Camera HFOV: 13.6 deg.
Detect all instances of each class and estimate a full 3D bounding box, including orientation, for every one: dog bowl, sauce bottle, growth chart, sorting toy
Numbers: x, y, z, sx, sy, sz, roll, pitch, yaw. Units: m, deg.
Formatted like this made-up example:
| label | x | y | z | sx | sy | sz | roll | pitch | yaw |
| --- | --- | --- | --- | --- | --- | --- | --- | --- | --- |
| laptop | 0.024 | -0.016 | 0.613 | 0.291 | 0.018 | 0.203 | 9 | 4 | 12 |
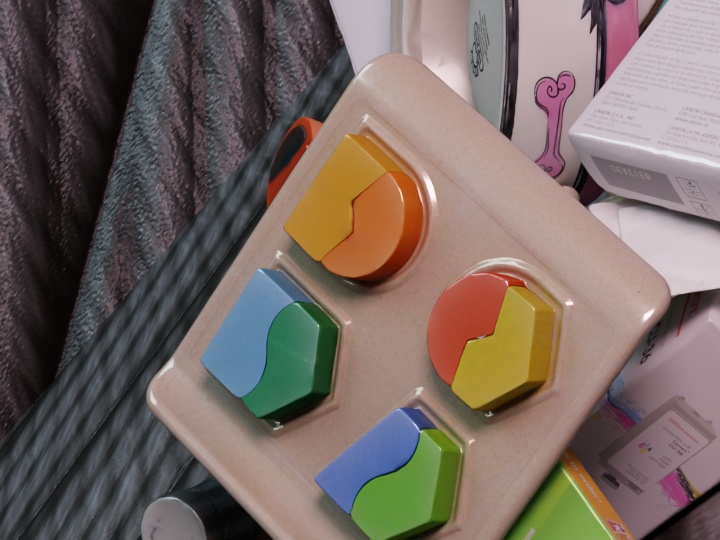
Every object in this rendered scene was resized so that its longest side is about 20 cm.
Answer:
| label | x | y | z | sx | sy | sz | roll | pitch | yaw |
| --- | --- | --- | --- | --- | --- | --- | --- | --- | --- |
| dog bowl | 0.075 | -0.112 | 1.467 | 0.200 | 0.073 | 0.202 | 178 | 90 | -75 |
| sauce bottle | -0.032 | 0.106 | 1.483 | 0.065 | 0.065 | 0.200 | -40 | -10 | 35 |
| growth chart | 0.177 | -0.021 | 1.343 | 0.199 | 0.018 | 0.145 | -8 | 27 | 14 |
| sorting toy | 0.013 | 0.033 | 1.301 | 0.200 | 0.185 | 0.036 | -54 | -29 | 13 |

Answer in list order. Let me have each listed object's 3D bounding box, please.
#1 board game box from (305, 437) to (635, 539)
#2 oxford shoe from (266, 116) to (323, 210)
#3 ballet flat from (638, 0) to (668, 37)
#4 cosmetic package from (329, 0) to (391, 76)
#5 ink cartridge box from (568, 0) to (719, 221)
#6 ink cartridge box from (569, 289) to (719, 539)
| label | x | y | z | sx | sy | sz | roll | pitch | yaw |
| --- | --- | --- | --- | --- | --- | --- | --- | --- | --- |
| board game box | 0.048 | 0.099 | 1.307 | 0.096 | 0.200 | 0.030 | -44 | -23 | 19 |
| oxford shoe | 0.000 | 0.000 | 1.546 | 0.071 | 0.072 | 0.201 | -53 | 28 | 36 |
| ballet flat | 0.149 | -0.183 | 1.464 | 0.200 | 0.069 | 0.070 | -58 | 0 | 41 |
| cosmetic package | 0.111 | -0.161 | 1.656 | 0.199 | 0.124 | 0.200 | -24 | -12 | 21 |
| ink cartridge box | 0.209 | -0.107 | 1.345 | 0.161 | 0.050 | 0.200 | 17 | 61 | 49 |
| ink cartridge box | 0.152 | 0.046 | 1.380 | 0.200 | 0.067 | 0.117 | -40 | 12 | 33 |
